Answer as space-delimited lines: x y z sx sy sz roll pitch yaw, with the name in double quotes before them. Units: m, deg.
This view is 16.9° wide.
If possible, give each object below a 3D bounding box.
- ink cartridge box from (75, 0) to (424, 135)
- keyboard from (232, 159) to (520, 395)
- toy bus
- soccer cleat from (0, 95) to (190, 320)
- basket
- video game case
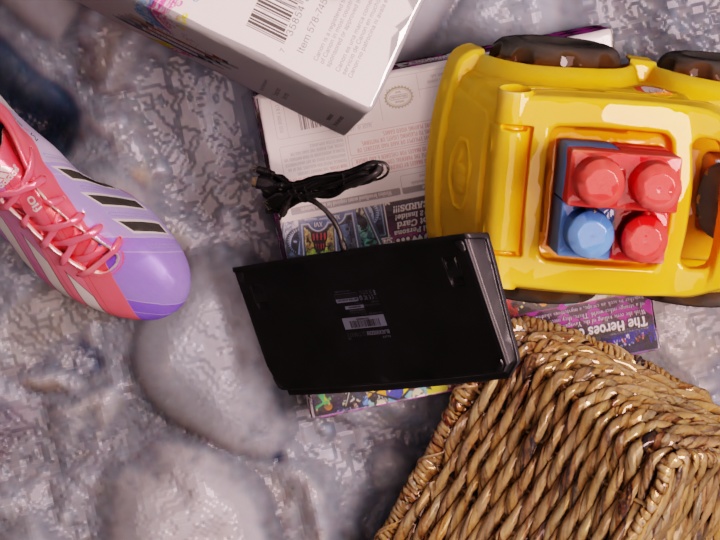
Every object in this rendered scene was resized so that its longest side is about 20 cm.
"ink cartridge box" -0.060 -0.179 1.213 0.199 0.145 0.146 27 87 -5
"keyboard" 0.000 0.000 1.236 0.021 0.199 0.128 -26 101 -37
"toy bus" 0.144 -0.042 1.216 0.199 0.192 0.137 4 98 -8
"soccer cleat" -0.171 -0.040 1.273 0.200 0.076 0.067 42 92 -11
"basket" 0.119 0.143 1.331 0.142 0.149 0.201 8 113 -49
"video game case" 0.053 -0.027 1.323 0.199 0.036 0.183 -12 101 -5
